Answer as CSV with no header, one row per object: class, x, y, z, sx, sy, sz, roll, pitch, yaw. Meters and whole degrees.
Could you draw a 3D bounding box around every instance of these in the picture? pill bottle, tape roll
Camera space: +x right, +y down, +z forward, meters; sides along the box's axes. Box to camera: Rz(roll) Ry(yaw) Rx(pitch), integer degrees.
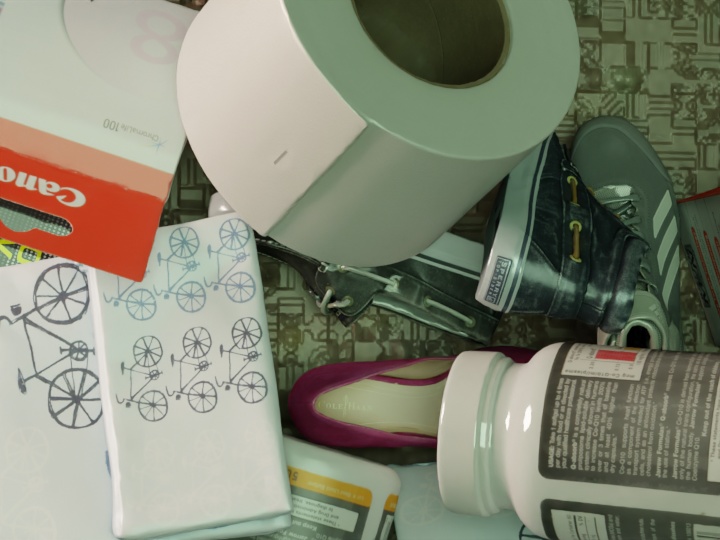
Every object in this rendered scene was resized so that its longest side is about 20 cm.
pill bottle,0.152,0.102,1.366,0.199,0.116,0.117,5,88,17
tape roll,0.009,-0.121,1.387,0.202,0.139,0.204,14,58,-24
pill bottle,-0.054,0.201,1.422,0.116,0.116,0.201,17,86,-6

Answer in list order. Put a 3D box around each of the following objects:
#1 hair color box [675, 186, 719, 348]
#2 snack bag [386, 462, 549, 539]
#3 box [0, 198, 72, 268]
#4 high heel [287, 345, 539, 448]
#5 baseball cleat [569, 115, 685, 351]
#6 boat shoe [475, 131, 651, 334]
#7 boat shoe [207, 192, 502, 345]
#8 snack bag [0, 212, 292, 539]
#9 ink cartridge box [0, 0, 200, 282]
hair color box,0.251,-0.008,1.425,0.061,0.200,0.102,-19,91,-8
snack bag,0.116,0.169,1.410,0.187,0.200,0.021,-8,128,-1
box,-0.215,-0.009,1.444,0.160,0.044,0.201,21,86,-7
high heel,0.054,0.078,1.450,0.199,0.096,0.068,3,88,-7
baseball cleat,0.170,0.000,1.461,0.069,0.106,0.201,-13,87,7
boat shoe,0.124,-0.023,1.419,0.090,0.200,0.071,18,120,-1
boat shoe,0.000,0.000,1.457,0.199,0.072,0.071,14,83,-9
snack bag,-0.147,0.070,1.376,0.199,0.021,0.190,-9,75,3
ink cartridge box,-0.178,-0.099,1.391,0.162,0.200,0.057,18,129,-7
